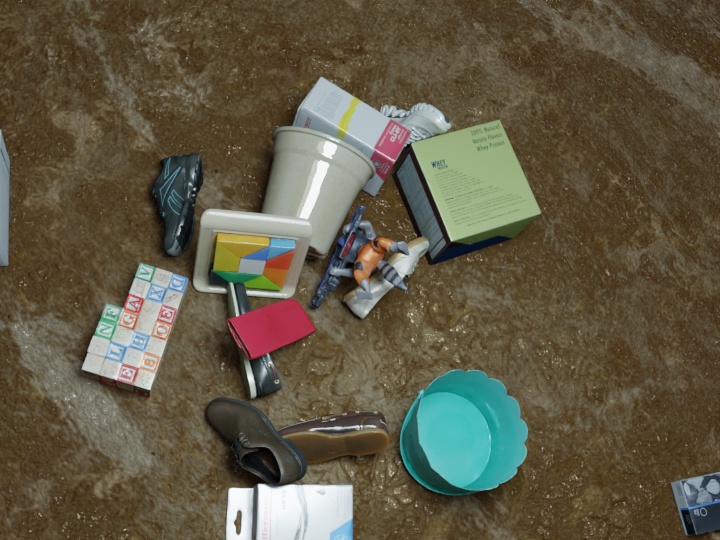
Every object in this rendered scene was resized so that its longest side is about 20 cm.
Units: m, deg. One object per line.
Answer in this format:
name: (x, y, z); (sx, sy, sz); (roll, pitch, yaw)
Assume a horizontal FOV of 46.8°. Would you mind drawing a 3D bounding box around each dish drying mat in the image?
dish drying mat: (-0.148, 0.096, 1.406); (0.077, 0.018, 0.200); (58, 28, 7)

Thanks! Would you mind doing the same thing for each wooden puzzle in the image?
wooden puzzle: (-0.185, -0.019, 1.407); (0.183, 0.201, 0.038); (5, 51, -13)

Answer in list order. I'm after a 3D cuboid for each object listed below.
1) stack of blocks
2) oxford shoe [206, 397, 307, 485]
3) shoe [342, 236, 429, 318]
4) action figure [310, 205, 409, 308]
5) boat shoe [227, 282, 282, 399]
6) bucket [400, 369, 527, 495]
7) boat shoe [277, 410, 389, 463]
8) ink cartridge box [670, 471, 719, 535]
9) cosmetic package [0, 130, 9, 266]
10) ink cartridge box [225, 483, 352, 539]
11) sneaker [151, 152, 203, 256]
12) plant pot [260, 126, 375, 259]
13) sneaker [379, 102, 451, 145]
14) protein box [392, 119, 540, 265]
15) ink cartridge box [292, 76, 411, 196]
stack of blocks: (-0.373, 0.094, 1.390); (0.114, 0.059, 0.202); (18, 68, -8)
oxford shoe: (-0.181, 0.273, 1.342); (0.199, 0.084, 0.073); (32, 107, 21)
shoe: (0.056, 0.013, 1.529); (0.199, 0.070, 0.053); (-38, 82, -15)
action figure: (0.000, 0.000, 1.467); (0.104, 0.193, 0.201); (26, 98, -25)
boat shoe: (-0.185, 0.115, 1.426); (0.062, 0.074, 0.203); (-13, 81, -17)
bucket: (0.169, 0.282, 1.426); (0.205, 0.135, 0.209); (5, 69, -13)
boat shoe: (-0.051, 0.278, 1.411); (0.198, 0.071, 0.071); (-2, 34, -6)
ink cartridge box: (0.689, 0.428, 1.566); (0.198, 0.039, 0.100); (-7, 72, -18)
cosmetic package: (-0.681, -0.115, 1.347); (0.197, 0.123, 0.202); (-2, 70, -15)
ink cartridge box: (-0.114, 0.407, 1.344); (0.198, 0.067, 0.117); (4, 71, -14)
sneaker: (-0.331, -0.118, 1.479); (0.078, 0.076, 0.202); (5, 63, 1)
plant pot: (-0.095, -0.127, 1.486); (0.199, 0.200, 0.185); (21, 79, -7)
sneaker: (0.094, -0.267, 1.584); (0.075, 0.199, 0.081); (40, 73, -31)
protein box: (0.198, -0.148, 1.586); (0.197, 0.135, 0.202); (-17, 77, -19)
ink cartridge box: (-0.023, -0.248, 1.556); (0.199, 0.145, 0.084); (30, 65, -3)
